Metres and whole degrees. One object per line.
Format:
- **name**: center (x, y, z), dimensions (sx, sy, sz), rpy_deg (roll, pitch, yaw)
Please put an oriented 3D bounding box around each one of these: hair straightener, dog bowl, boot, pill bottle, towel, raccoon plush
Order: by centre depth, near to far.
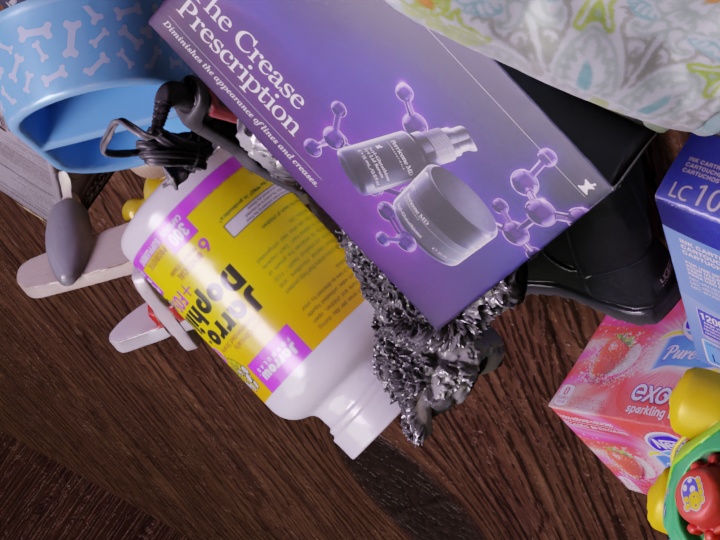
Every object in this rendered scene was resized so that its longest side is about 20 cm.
- **towel**: center (0.119, -0.129, 0.670), dimensions (0.170, 0.049, 0.200), rpy_deg (22, 147, -22)
- **hair straightener**: center (-0.075, -0.060, 0.936), dimensions (0.041, 0.077, 0.200), rpy_deg (56, -161, 13)
- **dog bowl**: center (-0.132, -0.096, 0.943), dimensions (0.200, 0.110, 0.050), rpy_deg (64, -168, -82)
- **raccoon plush**: center (0.000, 0.000, 0.950), dimensions (0.199, 0.135, 0.097), rpy_deg (29, -156, -11)
- **boot**: center (0.090, -0.058, 1.006), dimensions (0.164, 0.066, 0.200), rpy_deg (15, 157, 32)
- **pill bottle**: center (-0.048, 0.020, 1.113), dimensions (0.200, 0.104, 0.104), rpy_deg (45, 163, 4)

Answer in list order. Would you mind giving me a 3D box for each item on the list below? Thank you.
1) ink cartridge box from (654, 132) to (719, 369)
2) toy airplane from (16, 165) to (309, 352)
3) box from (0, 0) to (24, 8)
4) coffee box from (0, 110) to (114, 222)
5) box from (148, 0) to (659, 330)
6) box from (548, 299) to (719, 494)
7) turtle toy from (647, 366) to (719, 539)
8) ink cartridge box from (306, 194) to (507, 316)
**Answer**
- **ink cartridge box**: center (0.228, -0.006, 0.887), dimensions (0.136, 0.077, 0.201), rpy_deg (23, 157, 30)
- **toy airplane**: center (-0.129, -0.037, 1.244), dimensions (0.198, 0.199, 0.142), rpy_deg (12, 131, 58)
- **box**: center (-0.179, -0.236, 0.870), dimensions (0.199, 0.118, 0.196), rpy_deg (38, 162, -12)
- **coffee box**: center (-0.222, -0.122, 1.316), dimensions (0.079, 0.115, 0.200), rpy_deg (31, 163, 6)
- **box**: center (0.021, -0.093, 0.810), dimensions (0.200, 0.079, 0.141), rpy_deg (46, 134, -3)
- **box**: center (0.224, 0.080, 1.068), dimensions (0.095, 0.103, 0.199), rpy_deg (45, 161, -27)
- **turtle toy**: center (0.213, 0.117, 0.901), dimensions (0.144, 0.101, 0.201), rpy_deg (18, 134, 17)
- **ink cartridge box**: center (0.003, -0.073, 1.069), dimensions (0.200, 0.044, 0.178), rpy_deg (38, 153, 58)
